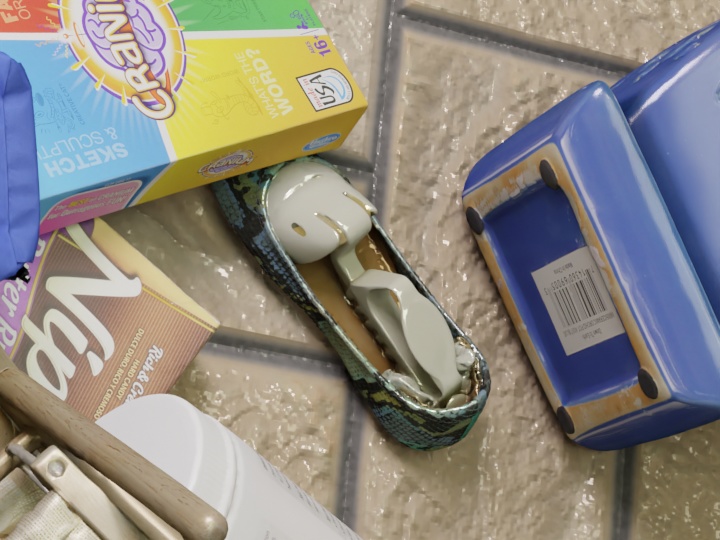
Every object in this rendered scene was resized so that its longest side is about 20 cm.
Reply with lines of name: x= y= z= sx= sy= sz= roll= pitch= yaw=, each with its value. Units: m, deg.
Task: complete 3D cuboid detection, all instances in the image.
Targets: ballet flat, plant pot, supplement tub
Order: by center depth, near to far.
supplement tub: x=-0.052 y=0.162 z=1.173 sx=0.200 sy=0.132 sz=0.132 roll=42 pitch=63 yaw=-29
ballet flat: x=0.000 y=0.000 z=1.301 sx=0.074 sy=0.074 sz=0.200 roll=-41 pitch=94 yaw=-26
plant pot: x=0.175 y=-0.018 z=1.314 sx=0.179 sy=0.200 sz=0.201 roll=-22 pitch=87 yaw=-21

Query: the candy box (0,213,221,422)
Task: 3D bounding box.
candy box: x=-0.171 y=0.065 z=1.217 sx=0.117 sy=0.056 sz=0.200 roll=42 pitch=66 yaw=-8

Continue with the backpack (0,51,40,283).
backpack: x=-0.239 y=-0.039 z=1.135 sx=0.167 sy=0.200 sz=0.164 roll=3 pitch=90 yaw=-27

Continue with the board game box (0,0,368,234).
board game box: x=-0.114 y=-0.109 z=1.258 sx=0.199 sy=0.040 sz=0.154 roll=-19 pitch=71 yaw=-36

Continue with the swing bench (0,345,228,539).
swing bench: x=-0.162 y=0.142 z=0.998 sx=0.199 sy=0.200 sz=0.130 roll=-42 pitch=140 yaw=-15
